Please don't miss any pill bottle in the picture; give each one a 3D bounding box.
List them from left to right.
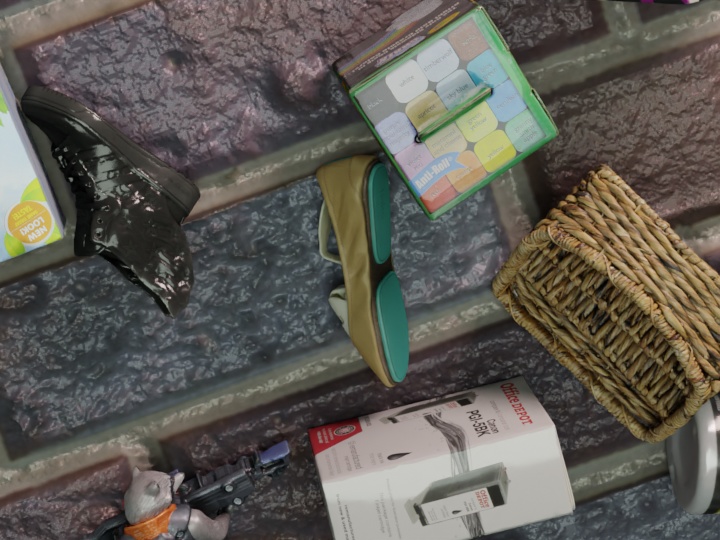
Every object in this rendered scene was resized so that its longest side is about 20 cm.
[{"bbox_3d":[0.375,0.152,1.605,0.199,0.114,0.115,-1,105,-7],"label":"pill bottle"}]

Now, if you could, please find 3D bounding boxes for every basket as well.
[{"bbox_3d":[0.216,0.032,1.511,0.149,0.143,0.200,-45,83,6],"label":"basket"}]

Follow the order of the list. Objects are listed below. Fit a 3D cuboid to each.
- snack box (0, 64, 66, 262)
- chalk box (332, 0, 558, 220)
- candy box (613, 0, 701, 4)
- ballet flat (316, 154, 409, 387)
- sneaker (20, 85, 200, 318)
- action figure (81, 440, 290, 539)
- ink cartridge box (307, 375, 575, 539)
[{"bbox_3d":[-0.359,-0.072,1.485,0.199,0.068,0.169,-20,107,0],"label":"snack box"},{"bbox_3d":[0.067,-0.130,1.448,0.124,0.200,0.124,-33,106,3],"label":"chalk box"},{"bbox_3d":[0.187,-0.279,1.426,0.061,0.199,0.137,-18,110,-40],"label":"candy box"},{"bbox_3d":[0.000,0.000,1.557,0.063,0.069,0.201,0,105,23],"label":"ballet flat"},{"bbox_3d":[-0.207,-0.055,1.497,0.199,0.060,0.105,34,77,-17],"label":"sneaker"},{"bbox_3d":[-0.127,0.237,1.580,0.200,0.105,0.194,-32,116,6],"label":"action figure"},{"bbox_3d":[0.064,0.167,1.557,0.199,0.147,0.083,-14,104,-3],"label":"ink cartridge box"}]
